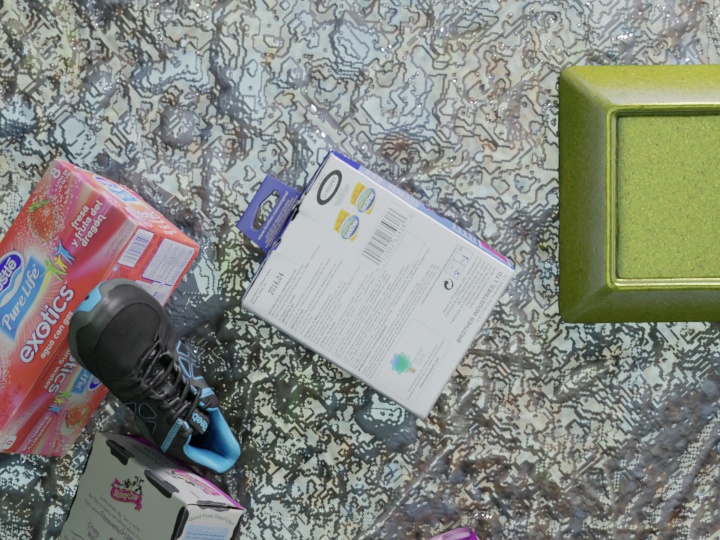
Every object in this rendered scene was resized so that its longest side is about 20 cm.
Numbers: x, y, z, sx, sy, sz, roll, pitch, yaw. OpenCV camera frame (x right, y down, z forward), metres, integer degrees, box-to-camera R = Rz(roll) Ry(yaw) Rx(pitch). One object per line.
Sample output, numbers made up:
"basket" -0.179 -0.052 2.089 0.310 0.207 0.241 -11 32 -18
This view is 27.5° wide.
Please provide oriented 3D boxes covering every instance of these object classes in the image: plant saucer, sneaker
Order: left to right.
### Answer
"sneaker" -0.143 0.078 1.080 0.082 0.200 0.073 31 72 35
"plant saucer" 0.253 -0.057 1.127 0.197 0.048 0.202 -1 96 1

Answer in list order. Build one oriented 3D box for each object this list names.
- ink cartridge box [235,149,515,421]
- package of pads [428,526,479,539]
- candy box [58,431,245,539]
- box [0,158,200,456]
"ink cartridge box" 0.000 0.000 1.123 0.199 0.076 0.137 32 95 -4
"package of pads" 0.099 0.306 1.130 0.075 0.121 0.201 -27 95 9
"candy box" -0.178 0.242 1.122 0.061 0.136 0.202 14 99 -44
"box" -0.225 0.031 1.106 0.094 0.102 0.201 36 96 24
